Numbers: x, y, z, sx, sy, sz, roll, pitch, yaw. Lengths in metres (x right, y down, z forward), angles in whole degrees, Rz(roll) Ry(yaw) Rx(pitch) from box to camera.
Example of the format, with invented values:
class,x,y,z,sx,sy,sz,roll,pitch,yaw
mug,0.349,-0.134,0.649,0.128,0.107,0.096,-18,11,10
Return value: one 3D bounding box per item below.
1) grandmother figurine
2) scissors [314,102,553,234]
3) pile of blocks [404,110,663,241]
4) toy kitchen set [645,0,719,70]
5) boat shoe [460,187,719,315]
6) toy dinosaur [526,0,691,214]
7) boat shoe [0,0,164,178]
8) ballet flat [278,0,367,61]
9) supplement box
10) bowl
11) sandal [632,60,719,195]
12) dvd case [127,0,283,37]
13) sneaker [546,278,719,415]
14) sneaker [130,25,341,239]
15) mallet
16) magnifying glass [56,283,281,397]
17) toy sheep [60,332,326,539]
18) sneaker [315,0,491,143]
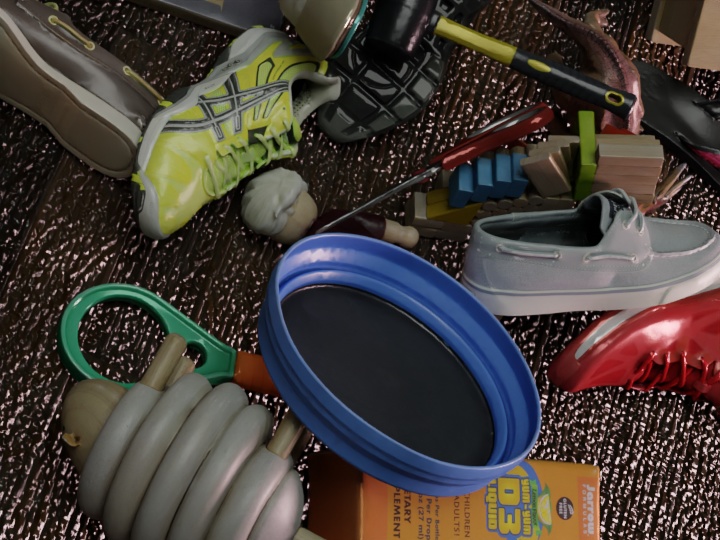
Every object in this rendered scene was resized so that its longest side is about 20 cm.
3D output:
class,x,y,z,sx,sy,sz,roll,pitch,yaw
grandmother figurine,0.000,0.000,1.415,0.200,0.061,0.121,37,29,2
scissors,0.050,-0.071,1.423,0.199,0.073,0.014,-28,101,-9
pile of blocks,0.120,-0.078,1.444,0.199,0.082,0.063,-12,57,18
toy kitchen set,0.326,-0.275,1.636,0.179,0.201,0.163,5,21,-21
boat shoe,0.168,-0.018,1.412,0.199,0.072,0.070,-7,33,-16
toy dinosaur,0.183,-0.112,1.492,0.085,0.201,0.136,-20,30,-5
boat shoe,-0.218,-0.148,1.389,0.200,0.072,0.060,38,50,-5
ballet flat,-0.029,-0.197,1.447,0.069,0.070,0.200,30,14,-6
supplement box,0.064,0.154,1.327,0.199,0.069,0.067,7,78,-35
bowl,0.023,0.061,1.291,0.200,0.039,0.201,25,33,-18
sandal,0.287,-0.103,1.591,0.199,0.045,0.075,32,56,-5
dvd case,-0.144,-0.258,1.507,0.199,0.016,0.150,17,60,-14
sneaker,0.235,0.069,1.463,0.199,0.078,0.116,-25,75,-30
sneaker,-0.087,-0.097,1.400,0.076,0.076,0.200,19,54,25
mallet,0.098,-0.146,1.444,0.199,0.041,0.066,30,83,4
magnifying glass,-0.106,0.060,1.357,0.199,0.022,0.080,15,60,-16
toy sheep,-0.100,0.128,1.261,0.199,0.138,0.138,27,56,12
sneaker,0.038,-0.168,1.509,0.075,0.079,0.200,42,77,-4
